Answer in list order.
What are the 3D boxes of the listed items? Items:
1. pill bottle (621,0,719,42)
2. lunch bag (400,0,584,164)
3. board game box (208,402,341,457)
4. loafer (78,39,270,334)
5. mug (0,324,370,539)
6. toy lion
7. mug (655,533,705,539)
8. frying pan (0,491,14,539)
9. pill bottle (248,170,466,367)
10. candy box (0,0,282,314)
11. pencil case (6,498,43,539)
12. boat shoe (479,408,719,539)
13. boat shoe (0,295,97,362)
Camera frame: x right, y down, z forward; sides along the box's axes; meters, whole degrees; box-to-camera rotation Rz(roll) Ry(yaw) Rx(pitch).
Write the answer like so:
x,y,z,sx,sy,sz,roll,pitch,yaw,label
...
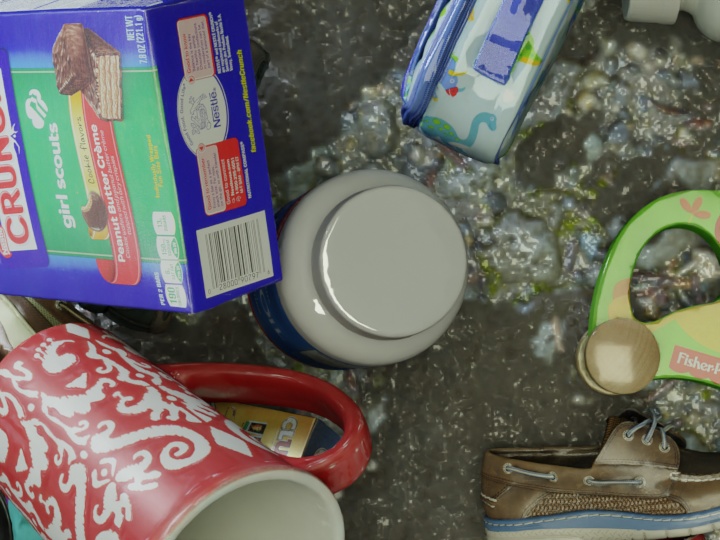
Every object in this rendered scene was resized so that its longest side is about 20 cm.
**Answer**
x,y,z,sx,sy,sz,roll,pitch,yaw,label
0.262,-0.190,1.403,0.199,0.110,0.110,4,93,1,pill bottle
0.093,-0.165,1.383,0.082,0.161,0.201,25,94,0,lunch bag
-0.105,0.173,1.356,0.135,0.035,0.201,9,68,33,board game box
-0.105,-0.053,1.447,0.063,0.072,0.201,28,100,-19,loafer
-0.104,0.120,1.298,0.177,0.200,0.134,-7,119,-39,mug
0.251,0.005,1.441,0.199,0.069,0.193,16,86,1,toy lion
0.195,0.264,1.406,0.177,0.133,0.201,-14,87,41,mug
-0.295,0.206,1.476,0.114,0.031,0.191,26,90,1,frying pan
0.000,0.000,1.356,0.112,0.200,0.113,1,85,-11,pill bottle
-0.145,-0.071,1.311,0.077,0.199,0.170,-18,105,-41,candy box
-0.183,0.193,1.442,0.092,0.085,0.201,-2,94,20,pencil case
0.169,0.125,1.425,0.199,0.072,0.073,-11,98,10,boat shoe
-0.221,0.012,1.434,0.075,0.075,0.202,-36,67,-24,boat shoe
